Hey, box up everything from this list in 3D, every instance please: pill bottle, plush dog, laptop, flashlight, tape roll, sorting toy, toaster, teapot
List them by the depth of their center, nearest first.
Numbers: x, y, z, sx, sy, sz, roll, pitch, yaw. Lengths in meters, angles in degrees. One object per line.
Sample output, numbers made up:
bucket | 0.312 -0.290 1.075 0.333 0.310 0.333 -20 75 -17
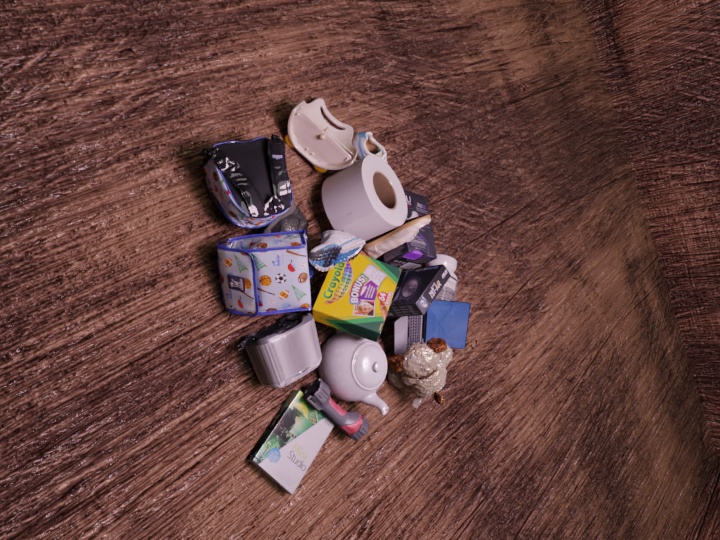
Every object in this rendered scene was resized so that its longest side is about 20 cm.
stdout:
toaster | -0.183 0.190 1.318 0.200 0.114 0.129 -27 103 -41
flashlight | -0.057 0.347 1.406 0.068 0.068 0.200 -35 117 6
teapot | -0.002 0.241 1.443 0.200 0.146 0.198 36 62 -30
tape roll | 0.012 -0.187 1.486 0.203 0.139 0.203 32 47 -42
sorting toy | -0.094 -0.374 1.492 0.200 0.107 0.180 40 46 -17
plush dog | 0.166 0.264 1.519 0.200 0.161 0.172 -27 131 1
laptop | 0.198 0.184 1.580 0.200 0.116 0.187 -34 138 -33
pill bottle | 0.229 0.060 1.688 0.116 0.116 0.200 26 66 -35

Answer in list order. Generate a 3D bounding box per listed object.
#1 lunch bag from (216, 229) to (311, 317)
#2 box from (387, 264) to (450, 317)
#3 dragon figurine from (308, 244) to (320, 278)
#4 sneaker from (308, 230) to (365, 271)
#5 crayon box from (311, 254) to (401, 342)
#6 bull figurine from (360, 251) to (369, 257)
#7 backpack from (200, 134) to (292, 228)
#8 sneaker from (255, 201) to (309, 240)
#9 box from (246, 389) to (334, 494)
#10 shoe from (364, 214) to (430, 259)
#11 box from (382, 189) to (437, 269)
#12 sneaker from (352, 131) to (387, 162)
lunch bag | -0.216 0.009 1.263 0.200 0.124 0.170 -4 113 -5
box | 0.131 0.060 1.548 0.044 0.200 0.160 54 55 -21
dragon figurine | -0.157 0.002 1.374 0.200 0.099 0.059 -43 111 -36
sneaker | -0.075 -0.057 1.357 0.087 0.075 0.200 40 27 18
crayon box | -0.008 0.057 1.398 0.172 0.058 0.200 20 55 2
bull figurine | 0.000 0.000 1.534 0.200 0.065 0.122 26 74 -30
backpack | -0.254 -0.192 1.280 0.200 0.154 0.191 -20 80 -33
sneaker | -0.193 -0.075 1.369 0.114 0.076 0.199 48 51 -16
box | -0.163 0.411 1.352 0.144 0.036 0.200 50 54 -24
shoe | 0.102 -0.091 1.499 0.053 0.200 0.070 62 16 -9
box | 0.129 -0.116 1.608 0.122 0.106 0.200 12 63 -40
sneaker | 0.042 -0.304 1.603 0.200 0.081 0.077 53 53 -23
